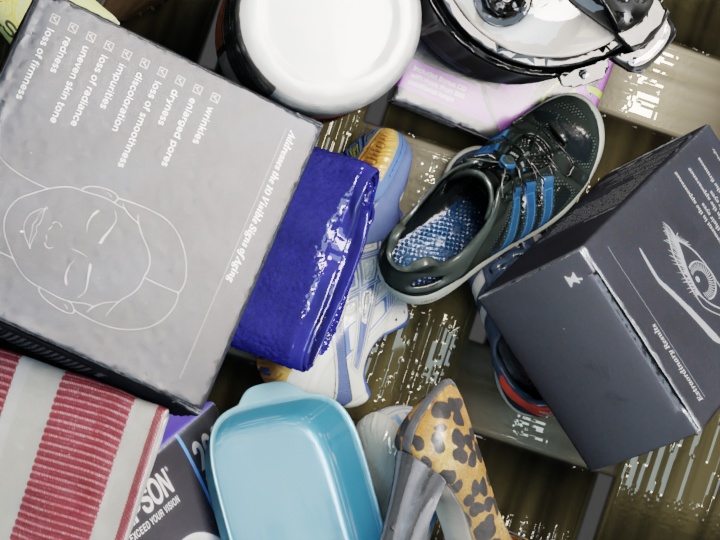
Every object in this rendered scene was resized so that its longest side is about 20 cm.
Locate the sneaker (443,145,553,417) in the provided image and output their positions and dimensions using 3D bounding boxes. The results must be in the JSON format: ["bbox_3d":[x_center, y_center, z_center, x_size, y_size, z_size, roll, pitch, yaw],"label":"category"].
[{"bbox_3d":[0.112,0.008,1.447,0.075,0.085,0.201,-20,95,-5],"label":"sneaker"}]

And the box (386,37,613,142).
[{"bbox_3d":[0.121,-0.188,1.462,0.142,0.036,0.201,21,90,-8],"label":"box"}]

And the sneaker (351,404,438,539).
[{"bbox_3d":[0.024,0.195,1.460,0.072,0.072,0.201,-2,104,-40],"label":"sneaker"}]

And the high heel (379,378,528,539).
[{"bbox_3d":[0.094,0.154,1.428,0.199,0.071,0.144,12,94,-47],"label":"high heel"}]

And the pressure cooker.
[{"bbox_3d":[0.116,-0.209,1.343,0.175,0.200,0.180,-1,93,-5],"label":"pressure cooker"}]

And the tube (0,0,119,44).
[{"bbox_3d":[-0.244,-0.207,1.375,0.052,0.058,0.200,-37,76,-22],"label":"tube"}]

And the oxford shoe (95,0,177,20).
[{"bbox_3d":[-0.162,-0.196,1.409,0.084,0.073,0.200,28,110,-43],"label":"oxford shoe"}]

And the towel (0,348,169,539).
[{"bbox_3d":[-0.229,0.122,1.271,0.199,0.023,0.145,17,88,11],"label":"towel"}]

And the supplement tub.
[{"bbox_3d":[-0.033,-0.159,1.360,0.122,0.200,0.123,0,91,-8],"label":"supplement tub"}]

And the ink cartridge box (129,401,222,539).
[{"bbox_3d":[-0.131,0.164,1.375,0.043,0.198,0.201,-23,96,22],"label":"ink cartridge box"}]

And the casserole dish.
[{"bbox_3d":[-0.045,0.177,1.397,0.121,0.039,0.201,-9,77,-34],"label":"casserole dish"}]

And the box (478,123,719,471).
[{"bbox_3d":[0.198,0.016,1.398,0.200,0.104,0.148,-39,98,-45],"label":"box"}]

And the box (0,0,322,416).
[{"bbox_3d":[-0.159,-0.039,1.286,0.196,0.124,0.201,25,80,-12],"label":"box"}]

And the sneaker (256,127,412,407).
[{"bbox_3d":[0.000,0.000,1.450,0.088,0.075,0.201,22,93,-24],"label":"sneaker"}]

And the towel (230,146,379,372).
[{"bbox_3d":[-0.093,-0.028,1.408,0.199,0.050,0.149,20,86,20],"label":"towel"}]

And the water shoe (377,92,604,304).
[{"bbox_3d":[0.096,-0.053,1.395,0.071,0.079,0.200,44,77,11],"label":"water shoe"}]
